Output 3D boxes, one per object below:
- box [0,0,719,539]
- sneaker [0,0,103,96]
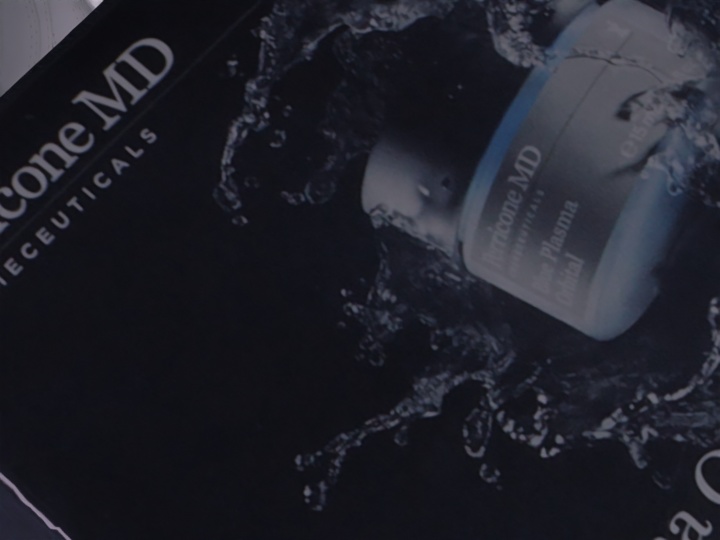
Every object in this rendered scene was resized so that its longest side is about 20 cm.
[{"bbox_3d":[0.026,0.021,0.571,0.200,0.197,0.118,41,161,11],"label":"box"},{"bbox_3d":[-0.018,-0.019,0.704,0.115,0.074,0.200,-31,105,26],"label":"sneaker"}]
